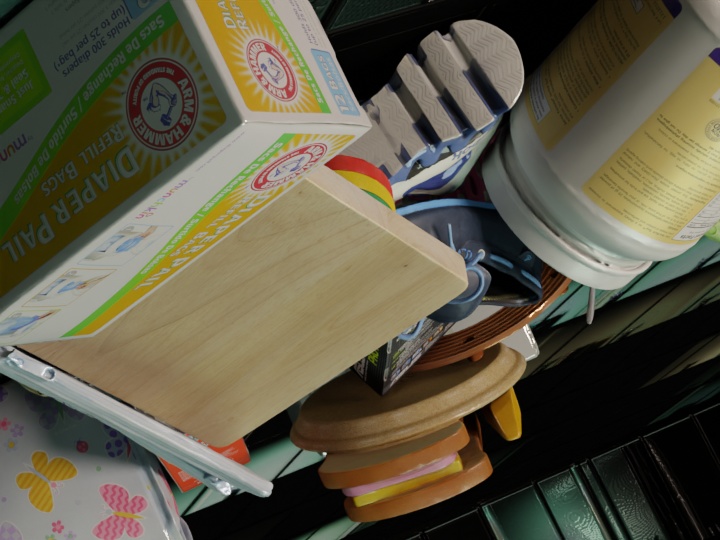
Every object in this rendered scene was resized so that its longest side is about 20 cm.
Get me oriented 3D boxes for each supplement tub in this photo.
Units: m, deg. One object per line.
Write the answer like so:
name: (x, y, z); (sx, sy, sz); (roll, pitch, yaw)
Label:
supplement tub: (0.180, -0.098, 1.156); (0.145, 0.146, 0.200); (-9, 149, -51)

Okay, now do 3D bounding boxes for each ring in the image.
ring: (0.084, 0.018, 1.488); (0.200, 0.019, 0.201); (-24, -156, 12)

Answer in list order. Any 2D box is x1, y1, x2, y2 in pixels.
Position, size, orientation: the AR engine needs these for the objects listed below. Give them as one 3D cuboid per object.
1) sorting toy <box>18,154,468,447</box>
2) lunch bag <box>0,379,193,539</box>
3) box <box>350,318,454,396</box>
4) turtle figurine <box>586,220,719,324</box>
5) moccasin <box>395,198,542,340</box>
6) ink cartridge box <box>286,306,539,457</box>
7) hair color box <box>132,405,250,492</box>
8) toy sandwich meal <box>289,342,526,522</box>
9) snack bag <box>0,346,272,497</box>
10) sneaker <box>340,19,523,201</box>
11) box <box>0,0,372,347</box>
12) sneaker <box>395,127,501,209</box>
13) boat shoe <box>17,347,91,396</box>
sorting toy: (-0.081, -0.011, 1.049); (0.200, 0.070, 0.199); (-34, 132, 30)
lunch bag: (-0.219, 0.181, 1.393); (0.169, 0.201, 0.127); (-26, 166, -5)
box: (0.070, -0.016, 1.366); (0.200, 0.044, 0.160); (-44, 165, -16)
turtle figurine: (0.227, -0.052, 1.368); (0.194, 0.200, 0.144); (-48, -159, -17)
moccasin: (0.056, -0.003, 1.183); (0.200, 0.068, 0.080); (-7, 162, -47)
ink cartridge box: (0.032, 0.069, 1.616); (0.199, 0.085, 0.145); (-23, -174, -9)
hair color box: (-0.133, 0.085, 1.385); (0.064, 0.111, 0.200); (-26, 167, -5)
toy sandwich meal: (0.041, 0.114, 1.441); (0.204, 0.071, 0.205); (-18, -168, 4)
snack bag: (-0.149, 0.082, 1.123); (0.021, 0.188, 0.200); (-62, -161, -7)
sneaker: (0.012, -0.065, 1.161); (0.199, 0.081, 0.115); (-28, 164, 1)
box: (-0.112, -0.060, 0.883); (0.200, 0.113, 0.101); (-35, 164, 29)
sneaker: (0.016, -0.048, 1.256); (0.199, 0.074, 0.087); (-13, 161, -29)
boat shoe: (-0.135, 0.027, 1.250); (0.199, 0.075, 0.062); (-21, 173, -2)
